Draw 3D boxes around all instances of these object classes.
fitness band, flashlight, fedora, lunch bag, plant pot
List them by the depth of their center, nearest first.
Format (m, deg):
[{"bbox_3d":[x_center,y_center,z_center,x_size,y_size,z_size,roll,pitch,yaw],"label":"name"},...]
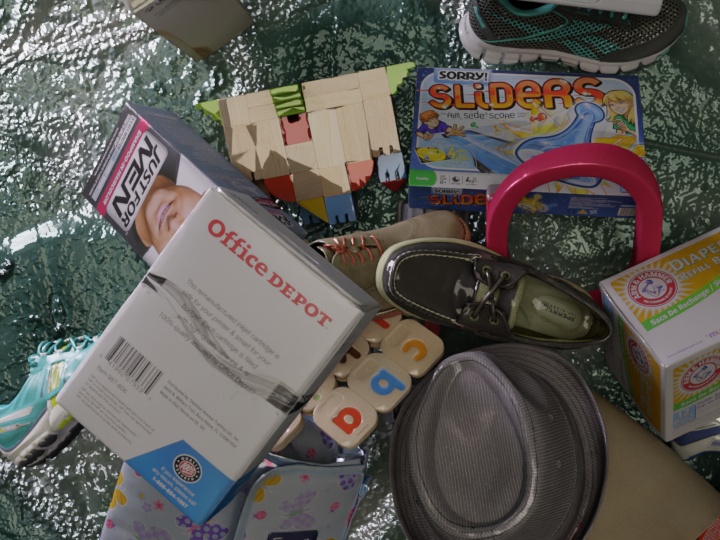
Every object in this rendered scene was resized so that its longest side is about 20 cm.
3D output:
[{"bbox_3d":[0.093,0.132,0.756,0.176,0.090,0.201,-9,62,20],"label":"fedora"},{"bbox_3d":[0.177,-0.026,0.840,0.143,0.200,0.038,-3,48,8],"label":"fitness band"},{"bbox_3d":[0.169,0.172,0.847,0.187,0.187,0.200,-39,73,3],"label":"plant pot"},{"bbox_3d":[-0.105,0.198,0.866,0.199,0.127,0.170,22,111,1],"label":"lunch bag"},{"bbox_3d":[0.063,0.036,0.902,0.068,0.068,0.201,2,94,30],"label":"flashlight"}]

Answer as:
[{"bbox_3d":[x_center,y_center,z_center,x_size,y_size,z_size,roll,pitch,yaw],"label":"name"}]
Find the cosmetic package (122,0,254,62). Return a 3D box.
[{"bbox_3d":[-0.162,-0.253,0.847,0.071,0.200,0.105,-34,87,4],"label":"cosmetic package"}]

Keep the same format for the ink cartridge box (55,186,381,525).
[{"bbox_3d":[-0.102,0.060,0.745,0.145,0.084,0.200,39,98,8],"label":"ink cartridge box"}]

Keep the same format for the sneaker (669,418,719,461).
[{"bbox_3d":[0.371,0.148,0.880,0.199,0.075,0.088,14,99,13],"label":"sneaker"}]

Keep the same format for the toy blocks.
[{"bbox_3d":[-0.037,-0.101,0.901,0.199,0.100,0.137,-10,101,5],"label":"toy blocks"}]

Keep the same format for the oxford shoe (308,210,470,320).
[{"bbox_3d":[0.000,0.000,0.819,0.200,0.075,0.071,-30,54,-7],"label":"oxford shoe"}]

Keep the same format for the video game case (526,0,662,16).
[{"bbox_3d":[0.153,-0.273,0.840,0.182,0.200,0.023,8,128,4],"label":"video game case"}]

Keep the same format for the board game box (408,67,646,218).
[{"bbox_3d":[0.144,-0.114,0.876,0.199,0.034,0.136,2,58,4],"label":"board game box"}]

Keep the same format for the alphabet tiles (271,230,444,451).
[{"bbox_3d":[-0.034,0.055,0.846,0.195,0.015,0.200,35,70,31],"label":"alphabet tiles"}]

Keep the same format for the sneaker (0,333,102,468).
[{"bbox_3d":[-0.266,0.092,0.920,0.200,0.078,0.080,-44,78,3],"label":"sneaker"}]

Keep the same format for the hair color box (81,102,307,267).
[{"bbox_3d":[-0.148,-0.050,0.866,0.200,0.061,0.099,41,111,28],"label":"hair color box"}]

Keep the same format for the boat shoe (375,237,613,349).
[{"bbox_3d":[0.113,0.020,0.802,0.200,0.066,0.072,15,90,-18],"label":"boat shoe"}]

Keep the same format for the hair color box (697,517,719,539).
[{"bbox_3d":[0.323,0.289,0.858,0.111,0.064,0.200,27,93,-31],"label":"hair color box"}]

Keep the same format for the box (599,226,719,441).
[{"bbox_3d":[0.310,0.036,0.828,0.200,0.113,0.101,-24,46,-4],"label":"box"}]

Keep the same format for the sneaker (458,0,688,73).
[{"bbox_3d":[0.187,-0.224,0.869,0.199,0.091,0.078,-2,67,2],"label":"sneaker"}]
